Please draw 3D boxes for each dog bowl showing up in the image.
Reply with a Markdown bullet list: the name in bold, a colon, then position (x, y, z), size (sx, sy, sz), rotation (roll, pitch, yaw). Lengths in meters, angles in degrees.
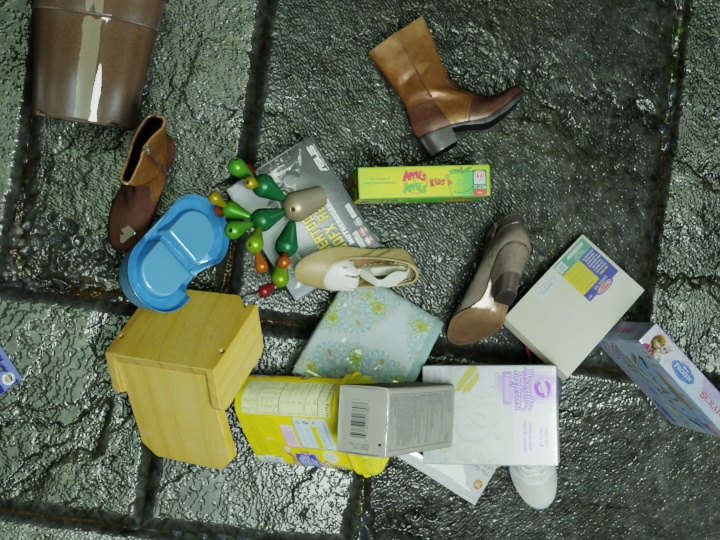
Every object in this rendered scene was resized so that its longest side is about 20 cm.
- **dog bowl**: position (-0.275, -0.023, 1.552), size (0.112, 0.049, 0.200), rotation (51, 52, -21)

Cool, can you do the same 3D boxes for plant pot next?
- **plant pot**: position (-0.387, -0.310, 1.524), size (0.198, 0.200, 0.200), rotation (9, 95, -7)

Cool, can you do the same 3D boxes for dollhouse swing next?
- **dollhouse swing**: position (-0.237, 0.156, 1.548), size (0.182, 0.198, 0.177), rotation (-59, 141, -38)

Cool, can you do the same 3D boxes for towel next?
- **towel**: position (0.012, 0.117, 1.600), size (0.170, 0.048, 0.201), rotation (32, 67, -1)

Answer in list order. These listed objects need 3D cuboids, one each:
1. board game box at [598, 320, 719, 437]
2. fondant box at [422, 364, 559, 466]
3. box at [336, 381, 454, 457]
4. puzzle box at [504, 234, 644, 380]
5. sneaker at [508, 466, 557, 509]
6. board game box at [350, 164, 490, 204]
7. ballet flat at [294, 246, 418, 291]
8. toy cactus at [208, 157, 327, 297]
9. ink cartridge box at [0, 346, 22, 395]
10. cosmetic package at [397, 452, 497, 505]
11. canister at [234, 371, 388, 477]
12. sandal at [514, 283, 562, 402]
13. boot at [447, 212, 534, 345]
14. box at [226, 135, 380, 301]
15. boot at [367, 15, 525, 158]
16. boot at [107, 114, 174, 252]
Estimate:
- **board game box**: position (0.462, 0.161, 1.608), size (0.041, 0.199, 0.200), rotation (-43, 95, -6)
- **fondant box**: position (0.192, 0.212, 1.567), size (0.198, 0.058, 0.146), rotation (-1, 85, 12)
- **box**: position (0.053, 0.203, 1.469), size (0.077, 0.199, 0.096), rotation (1, 85, 31)
- **puzzle box**: position (0.330, 0.055, 1.643), size (0.133, 0.025, 0.200), rotation (43, 70, 10)
- **sneaker**: position (0.258, 0.272, 1.631), size (0.076, 0.081, 0.202), rotation (-10, 94, 10)
- **board game box**: position (0.089, -0.130, 1.615), size (0.198, 0.102, 0.048), rotation (-2, 90, -7)
- **ballet flat**: position (0.000, 0.000, 1.576), size (0.198, 0.063, 0.069), rotation (-7, 126, -28)
- **toy cactus**: position (-0.127, -0.076, 1.558), size (0.164, 0.102, 0.201), rotation (-24, 90, -24)
- **ink cartridge box**: position (-0.609, 0.179, 1.560), size (0.199, 0.037, 0.095), rotation (-34, 93, -8)
- **cosmetic package**: position (0.110, 0.273, 1.637), size (0.199, 0.051, 0.083), rotation (32, 86, -5)
- **canister**: position (-0.070, 0.218, 1.536), size (0.198, 0.087, 0.149), rotation (-1, 124, 30)
- **sandal**: position (0.287, 0.120, 1.664), size (0.074, 0.045, 0.202), rotation (-7, 90, -6)
- **boot**: position (0.199, 0.010, 1.630), size (0.070, 0.200, 0.147), rotation (23, 51, -18)
- **box**: position (-0.088, -0.079, 1.620), size (0.158, 0.048, 0.201), rotation (-32, 93, -7)
- **boot**: position (0.137, -0.303, 1.657), size (0.187, 0.068, 0.201), rotation (-29, 85, 1)
- **boot**: position (-0.314, -0.117, 1.509), size (0.068, 0.200, 0.189), rotation (30, 86, -6)
